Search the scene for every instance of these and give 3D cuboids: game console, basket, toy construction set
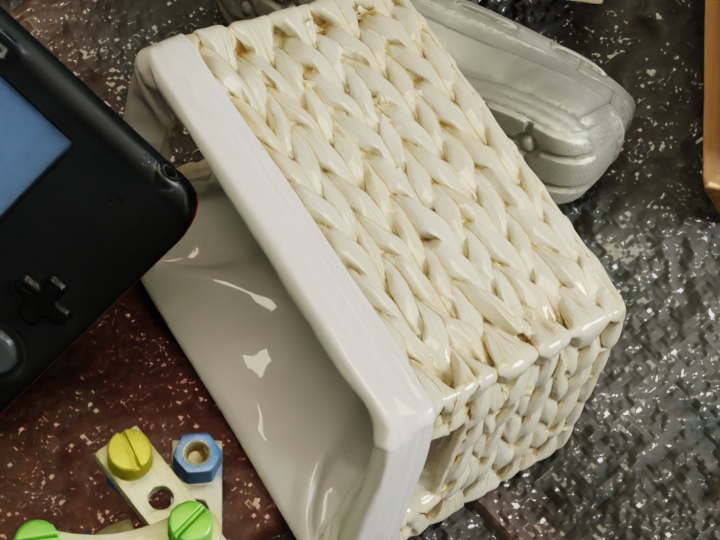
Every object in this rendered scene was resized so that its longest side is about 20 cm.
[{"bbox_3d":[-0.187,-0.039,0.988,0.200,0.177,0.031,43,32,-10],"label":"game console"},{"bbox_3d":[0.000,0.000,1.014,0.123,0.136,0.200,-22,64,-24],"label":"basket"},{"bbox_3d":[-0.074,0.159,0.955,0.131,0.092,0.200,-23,53,-15],"label":"toy construction set"}]

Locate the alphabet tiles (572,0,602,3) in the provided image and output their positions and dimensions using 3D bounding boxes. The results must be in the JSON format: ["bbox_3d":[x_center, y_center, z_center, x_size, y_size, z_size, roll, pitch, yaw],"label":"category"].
[{"bbox_3d":[0.032,-0.193,1.160,0.167,0.008,0.200,6,43,1],"label":"alphabet tiles"}]

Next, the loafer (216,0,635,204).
[{"bbox_3d":[0.027,-0.095,1.113,0.200,0.070,0.070,30,46,15],"label":"loafer"}]

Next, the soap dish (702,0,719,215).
[{"bbox_3d":[0.248,-0.086,1.104,0.199,0.081,0.158,5,61,0],"label":"soap dish"}]
